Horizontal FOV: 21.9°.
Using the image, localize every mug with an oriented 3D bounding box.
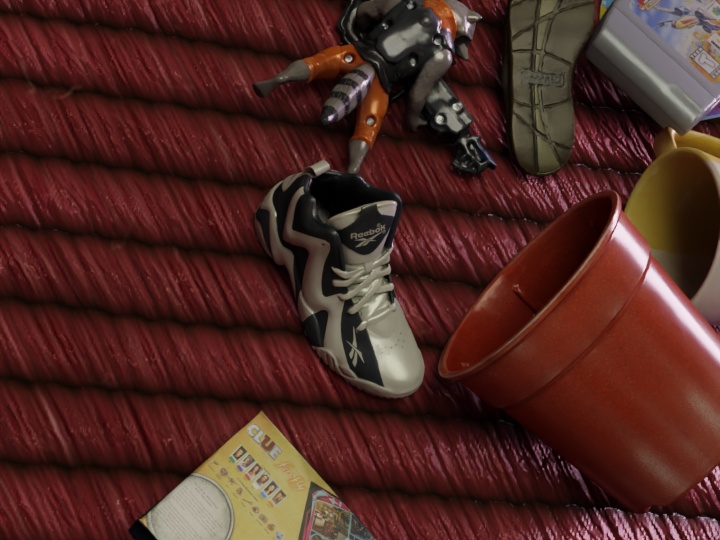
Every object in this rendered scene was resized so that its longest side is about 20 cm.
[{"bbox_3d":[0.326,-0.035,1.599,0.152,0.149,0.188,11,80,-26],"label":"mug"}]

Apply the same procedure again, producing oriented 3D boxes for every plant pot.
[{"bbox_3d":[0.199,0.076,1.484,0.195,0.201,0.201,44,59,-9],"label":"plant pot"}]

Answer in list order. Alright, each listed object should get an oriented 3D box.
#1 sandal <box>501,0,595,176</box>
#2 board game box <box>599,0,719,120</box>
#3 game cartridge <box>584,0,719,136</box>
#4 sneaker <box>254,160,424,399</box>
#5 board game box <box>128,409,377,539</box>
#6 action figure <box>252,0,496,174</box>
[{"bbox_3d":[0.161,-0.178,1.649,0.081,0.055,0.202,5,81,-13],"label":"sandal"},{"bbox_3d":[0.319,-0.222,1.732,0.199,0.039,0.159,-12,73,-26],"label":"board game box"},{"bbox_3d":[0.291,-0.212,1.661,0.133,0.042,0.200,46,51,4],"label":"game cartridge"},{"bbox_3d":[0.000,0.000,1.460,0.079,0.130,0.200,-22,78,-27],"label":"sneaker"},{"bbox_3d":[-0.058,0.224,1.397,0.135,0.035,0.200,-40,86,-30],"label":"board game box"},{"bbox_3d":[0.036,-0.153,1.558,0.200,0.105,0.193,45,69,3],"label":"action figure"}]
